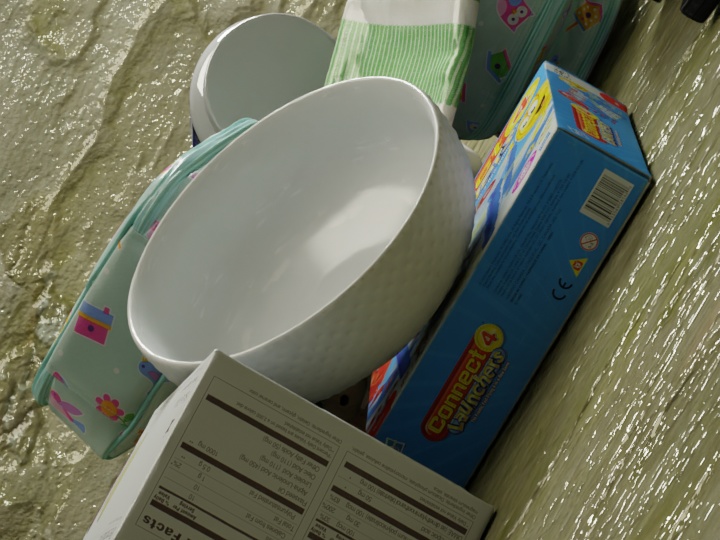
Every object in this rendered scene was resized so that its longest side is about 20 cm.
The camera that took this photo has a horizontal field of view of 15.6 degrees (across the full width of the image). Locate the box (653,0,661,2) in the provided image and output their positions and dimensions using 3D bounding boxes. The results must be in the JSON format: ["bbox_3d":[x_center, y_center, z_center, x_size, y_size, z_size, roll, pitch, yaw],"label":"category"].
[{"bbox_3d":[0.134,-0.232,1.481,0.200,0.136,0.040,107,-174,-70],"label":"box"}]

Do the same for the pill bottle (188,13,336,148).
[{"bbox_3d":[-0.059,-0.108,1.764,0.116,0.115,0.200,-61,0,-6],"label":"pill bottle"}]

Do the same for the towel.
[{"bbox_3d":[0.007,-0.078,1.572,0.152,0.023,0.201,7,79,61],"label":"towel"}]

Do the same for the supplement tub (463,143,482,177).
[{"bbox_3d":[-0.008,-0.028,1.971,0.201,0.131,0.132,-61,5,5],"label":"supplement tub"}]

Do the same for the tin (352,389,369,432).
[{"bbox_3d":[0.024,0.052,1.745,0.200,0.042,0.112,-58,10,29],"label":"tin"}]

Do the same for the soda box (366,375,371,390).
[{"bbox_3d":[0.000,0.000,1.690,0.064,0.068,0.200,-55,9,45],"label":"soda box"}]

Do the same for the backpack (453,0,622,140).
[{"bbox_3d":[0.082,-0.166,1.700,0.176,0.153,0.200,-62,3,7],"label":"backpack"}]

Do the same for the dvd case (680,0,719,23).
[{"bbox_3d":[0.232,-0.235,1.354,0.200,0.017,0.143,-55,8,42],"label":"dvd case"}]

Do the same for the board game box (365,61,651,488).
[{"bbox_3d":[0.075,0.001,1.398,0.201,0.056,0.196,-60,6,13],"label":"board game box"}]

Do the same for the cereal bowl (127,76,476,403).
[{"bbox_3d":[-0.020,-0.002,1.365,0.199,0.083,0.201,-28,35,21],"label":"cereal bowl"}]

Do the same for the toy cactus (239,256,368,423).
[{"bbox_3d":[-0.024,0.077,1.518,0.102,0.201,0.165,-14,8,18],"label":"toy cactus"}]

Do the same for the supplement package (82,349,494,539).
[{"bbox_3d":[-0.048,0.138,1.297,0.111,0.155,0.200,-62,6,-17],"label":"supplement package"}]

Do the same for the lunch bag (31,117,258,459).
[{"bbox_3d":[-0.108,0.010,1.561,0.200,0.077,0.160,-56,-5,29],"label":"lunch bag"}]
